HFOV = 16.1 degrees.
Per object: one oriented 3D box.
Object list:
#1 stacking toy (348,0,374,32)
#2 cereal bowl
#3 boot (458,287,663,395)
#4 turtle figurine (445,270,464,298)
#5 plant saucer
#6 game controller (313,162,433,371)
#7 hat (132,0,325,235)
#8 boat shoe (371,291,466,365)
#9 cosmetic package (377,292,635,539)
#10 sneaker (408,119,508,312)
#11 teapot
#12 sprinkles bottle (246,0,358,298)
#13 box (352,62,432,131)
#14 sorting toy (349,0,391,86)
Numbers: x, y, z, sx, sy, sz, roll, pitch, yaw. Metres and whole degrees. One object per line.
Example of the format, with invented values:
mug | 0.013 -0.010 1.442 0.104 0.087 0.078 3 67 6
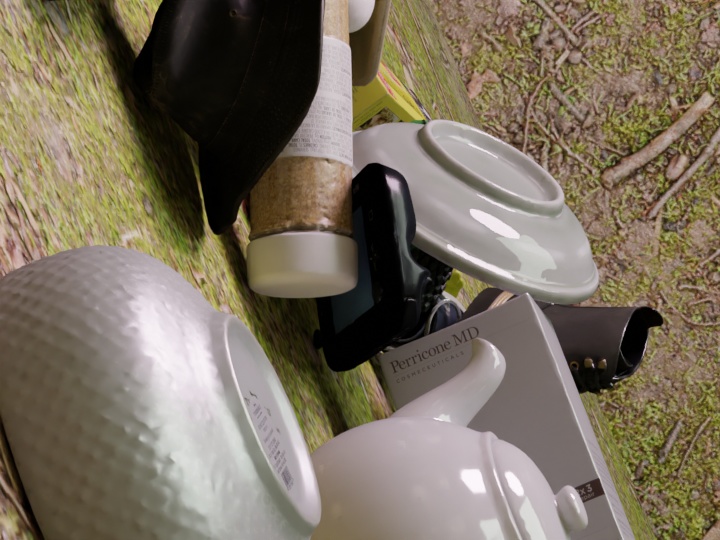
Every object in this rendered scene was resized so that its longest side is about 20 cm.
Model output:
stacking toy | -0.049 -0.244 1.765 0.201 0.146 0.146 62 6 21
cereal bowl | -0.072 0.076 1.046 0.200 0.083 0.201 -24 90 -83
boot | 0.118 0.087 1.795 0.201 0.137 0.078 -62 139 -35
turtle figurine | 0.034 -0.041 2.108 0.200 0.064 0.162 45 21 -23
plant saucer | 0.079 -0.052 1.686 0.199 0.050 0.200 25 20 -10
game controller | 0.000 0.000 1.593 0.200 0.042 0.105 140 -65 -72
hat | -0.084 -0.127 1.457 0.080 0.201 0.201 20 29 -19
boat shoe | 0.034 0.031 1.872 0.201 0.074 0.062 59 10 -37
cosmetic package | 0.099 0.130 1.608 0.081 0.112 0.201 42 24 -71
sneaker | 0.037 -0.038 1.805 0.200 0.085 0.078 -58 166 -54
teapot | 0.061 0.165 1.432 0.197 0.145 0.201 -69 136 -78
sprinkles bottle | -0.037 -0.087 1.552 0.068 0.068 0.202 39 48 -72
box | 0.013 -0.128 1.995 0.076 0.050 0.200 58 9 19
sorting toy | -0.006 -0.264 1.845 0.201 0.036 0.186 108 -25 -50
